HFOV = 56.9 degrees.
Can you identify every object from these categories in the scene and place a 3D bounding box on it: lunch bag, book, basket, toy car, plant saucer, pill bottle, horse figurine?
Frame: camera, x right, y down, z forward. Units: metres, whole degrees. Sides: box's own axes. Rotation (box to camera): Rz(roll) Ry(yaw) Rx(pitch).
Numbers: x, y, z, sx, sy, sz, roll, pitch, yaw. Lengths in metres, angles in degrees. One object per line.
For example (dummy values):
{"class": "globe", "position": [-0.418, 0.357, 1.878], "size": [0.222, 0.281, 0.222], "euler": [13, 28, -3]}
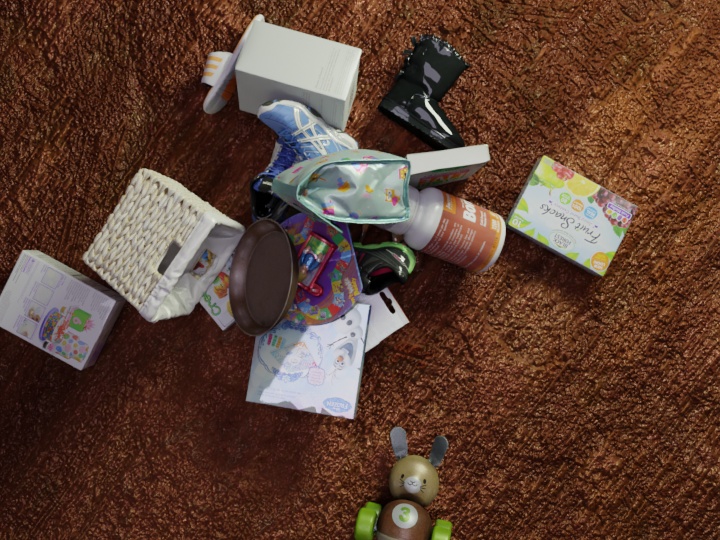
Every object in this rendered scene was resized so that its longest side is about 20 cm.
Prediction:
{"class": "lunch bag", "position": [-0.036, -0.133, 1.086], "size": [0.197, 0.170, 0.124], "euler": [-7, 105, -20]}
{"class": "book", "position": [0.141, -0.180, 1.151], "size": [0.131, 0.200, 0.049], "euler": [-8, 90, 1]}
{"class": "basket", "position": [-0.328, -0.041, 1.128], "size": [0.160, 0.200, 0.199], "euler": [35, 92, 3]}
{"class": "toy car", "position": [0.093, 0.392, 1.196], "size": [0.162, 0.158, 0.203], "euler": [10, 80, 11]}
{"class": "plant saucer", "position": [-0.164, 0.013, 1.148], "size": [0.034, 0.199, 0.203], "euler": [10, 92, -41]}
{"class": "pill bottle", "position": [0.146, -0.078, 1.170], "size": [0.198, 0.112, 0.114], "euler": [19, 91, -19]}
{"class": "horse figurine", "position": [0.044, -0.077, 1.231], "size": [0.198, 0.050, 0.134], "euler": [30, 97, 3]}

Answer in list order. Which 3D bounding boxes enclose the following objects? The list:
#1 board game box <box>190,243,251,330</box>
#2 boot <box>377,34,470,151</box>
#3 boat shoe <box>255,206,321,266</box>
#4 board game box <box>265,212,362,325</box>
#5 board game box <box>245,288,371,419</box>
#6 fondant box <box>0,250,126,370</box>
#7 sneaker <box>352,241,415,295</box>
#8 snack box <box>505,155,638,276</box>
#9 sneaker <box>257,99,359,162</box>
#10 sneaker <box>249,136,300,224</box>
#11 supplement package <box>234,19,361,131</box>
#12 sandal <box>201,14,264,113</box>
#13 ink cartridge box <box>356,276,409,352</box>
{"class": "board game box", "position": [-0.270, -0.006, 1.243], "size": [0.126, 0.035, 0.201], "euler": [-40, 90, 2]}
{"class": "boot", "position": [0.143, -0.320, 1.217], "size": [0.197, 0.073, 0.164], "euler": [34, 89, 1]}
{"class": "boat shoe", "position": [-0.106, -0.071, 1.228], "size": [0.200, 0.065, 0.072], "euler": [-47, 56, 0]}
{"class": "board game box", "position": [-0.086, -0.008, 1.151], "size": [0.156, 0.039, 0.203], "euler": [-15, 80, 10]}
{"class": "board game box", "position": [-0.091, 0.147, 1.184], "size": [0.197, 0.043, 0.202], "euler": [8, 85, 7]}
{"class": "fondant box", "position": [-0.562, 0.072, 1.238], "size": [0.198, 0.058, 0.146], "euler": [28, 91, 1]}
{"class": "sneaker", "position": [0.000, 0.000, 1.182], "size": [0.197, 0.077, 0.085], "euler": [-8, 50, 28]}
{"class": "snack box", "position": [0.385, -0.099, 1.223], "size": [0.198, 0.053, 0.144], "euler": [28, 93, 0]}
{"class": "sneaker", "position": [-0.091, -0.228, 1.161], "size": [0.198, 0.075, 0.078], "euler": [26, 66, -22]}
{"class": "sneaker", "position": [-0.143, -0.167, 1.198], "size": [0.080, 0.115, 0.202], "euler": [23, 90, -1]}
{"class": "supplement package", "position": [-0.110, -0.338, 1.179], "size": [0.197, 0.117, 0.119], "euler": [16, 68, 0]}
{"class": "sandal", "position": [-0.246, -0.385, 1.221], "size": [0.059, 0.079, 0.209], "euler": [28, 83, 2]}
{"class": "ink cartridge box", "position": [-0.020, 0.105, 1.234], "size": [0.199, 0.050, 0.110], "euler": [-33, 88, 0]}
